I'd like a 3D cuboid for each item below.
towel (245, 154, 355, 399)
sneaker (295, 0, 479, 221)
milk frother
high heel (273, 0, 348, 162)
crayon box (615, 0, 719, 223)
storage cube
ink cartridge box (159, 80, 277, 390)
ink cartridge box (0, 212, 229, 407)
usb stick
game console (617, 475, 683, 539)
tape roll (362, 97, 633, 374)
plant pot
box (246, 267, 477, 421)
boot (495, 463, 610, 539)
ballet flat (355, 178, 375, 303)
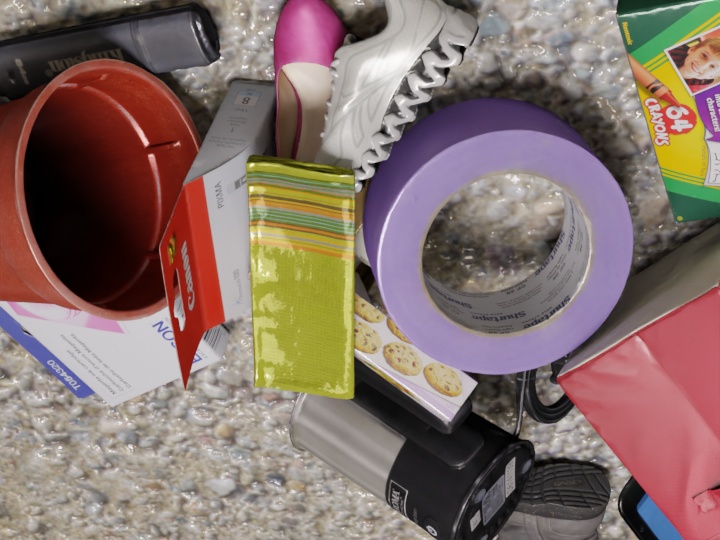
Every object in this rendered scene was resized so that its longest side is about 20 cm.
[{"bbox_3d":[-0.045,0.009,1.363,0.086,0.018,0.201,9,120,15],"label":"towel"},{"bbox_3d":[0.003,-0.128,1.347,0.081,0.075,0.200,35,102,-7],"label":"sneaker"},{"bbox_3d":[0.074,0.111,1.553,0.188,0.200,0.181,32,134,26],"label":"milk frother"},{"bbox_3d":[-0.043,-0.114,1.380,0.067,0.096,0.200,9,134,6],"label":"high heel"},{"bbox_3d":[0.295,-0.136,1.302,0.172,0.058,0.200,-8,130,20],"label":"crayon box"},{"bbox_3d":[0.293,0.077,1.396,0.171,0.200,0.180,-35,98,37],"label":"storage cube"},{"bbox_3d":[-0.101,-0.027,1.404,0.047,0.200,0.160,7,135,11],"label":"ink cartridge box"},{"bbox_3d":[-0.255,0.041,1.620,0.200,0.043,0.196,-26,123,31],"label":"ink cartridge box"},{"bbox_3d":[-0.206,-0.172,1.410,0.199,0.033,0.056,-7,131,21],"label":"usb stick"},{"bbox_3d":[0.350,0.204,1.572,0.176,0.117,0.200,-19,126,29],"label":"game console"},{"bbox_3d":[0.105,-0.027,1.379,0.199,0.085,0.201,-3,112,-8],"label":"tape roll"},{"bbox_3d":[-0.256,-0.055,1.420,0.195,0.201,0.201,-5,133,41],"label":"plant pot"},{"bbox_3d":[0.001,0.047,1.408,0.200,0.041,0.039,37,172,-2],"label":"box"},{"bbox_3d":[0.135,0.234,1.691,0.199,0.070,0.132,13,140,7],"label":"boot"},{"bbox_3d":[0.000,0.000,1.454,0.069,0.063,0.200,11,115,-43],"label":"ballet flat"}]
